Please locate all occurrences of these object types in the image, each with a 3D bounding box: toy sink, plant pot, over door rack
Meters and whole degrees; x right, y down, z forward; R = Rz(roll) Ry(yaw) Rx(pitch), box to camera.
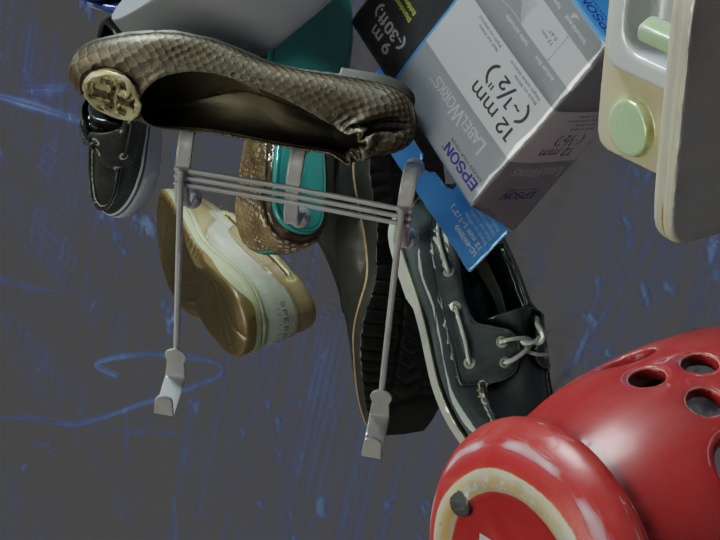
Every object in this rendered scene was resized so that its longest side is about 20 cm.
[{"bbox_3d":[0.184,-0.108,1.090,0.112,0.199,0.131,31,128,46],"label":"toy sink"},{"bbox_3d":[0.151,0.145,1.261,0.200,0.182,0.201,23,119,49],"label":"plant pot"},{"bbox_3d":[-0.044,0.005,1.408,0.147,0.067,0.201,11,123,5],"label":"over door rack"}]

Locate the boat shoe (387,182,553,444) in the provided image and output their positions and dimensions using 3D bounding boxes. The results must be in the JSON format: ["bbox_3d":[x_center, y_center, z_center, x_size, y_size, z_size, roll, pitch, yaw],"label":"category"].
[{"bbox_3d":[0.080,0.040,1.419,0.062,0.073,0.201,-37,71,45],"label":"boat shoe"}]

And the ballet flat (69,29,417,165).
[{"bbox_3d":[-0.067,-0.092,1.320,0.067,0.199,0.047,105,174,-59],"label":"ballet flat"}]

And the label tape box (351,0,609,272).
[{"bbox_3d":[0.066,-0.114,1.344,0.200,0.066,0.144,-49,62,33],"label":"label tape box"}]

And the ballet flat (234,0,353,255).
[{"bbox_3d":[-0.049,-0.099,1.492,0.065,0.070,0.201,-29,44,51],"label":"ballet flat"}]

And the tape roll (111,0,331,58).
[{"bbox_3d":[-0.053,-0.191,1.400,0.066,0.200,0.200,50,150,-14],"label":"tape roll"}]

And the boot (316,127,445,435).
[{"bbox_3d":[0.000,0.000,1.531,0.138,0.077,0.201,8,97,59],"label":"boot"}]

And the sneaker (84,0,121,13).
[{"bbox_3d":[-0.174,-0.226,1.671,0.200,0.088,0.076,26,126,50],"label":"sneaker"}]

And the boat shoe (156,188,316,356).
[{"bbox_3d":[-0.091,-0.001,1.659,0.200,0.066,0.074,-129,37,-52],"label":"boat shoe"}]

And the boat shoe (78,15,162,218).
[{"bbox_3d":[-0.182,-0.119,1.754,0.069,0.056,0.201,50,139,32],"label":"boat shoe"}]
